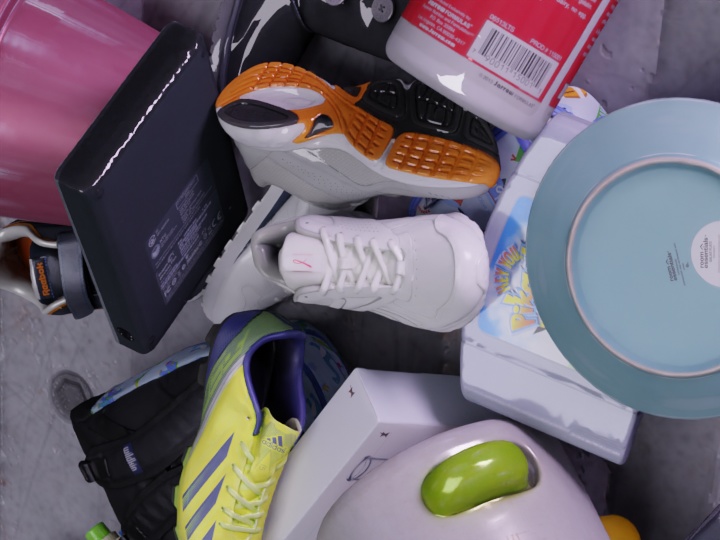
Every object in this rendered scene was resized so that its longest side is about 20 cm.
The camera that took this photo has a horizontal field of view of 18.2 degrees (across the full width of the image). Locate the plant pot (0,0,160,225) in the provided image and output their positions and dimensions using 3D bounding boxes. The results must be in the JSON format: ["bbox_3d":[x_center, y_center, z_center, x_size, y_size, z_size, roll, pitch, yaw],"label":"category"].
[{"bbox_3d":[-0.207,-0.114,1.586,0.178,0.200,0.201,18,118,8],"label":"plant pot"}]

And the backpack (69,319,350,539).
[{"bbox_3d":[-0.094,0.119,1.635,0.164,0.153,0.200,60,140,9],"label":"backpack"}]

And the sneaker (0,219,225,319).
[{"bbox_3d":[-0.196,-0.003,1.679,0.199,0.079,0.079,0,107,30],"label":"sneaker"}]

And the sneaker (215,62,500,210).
[{"bbox_3d":[0.005,-0.076,1.472,0.199,0.076,0.092,16,147,26],"label":"sneaker"}]

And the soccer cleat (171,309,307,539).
[{"bbox_3d":[-0.076,0.127,1.510,0.083,0.064,0.202,5,87,46],"label":"soccer cleat"}]

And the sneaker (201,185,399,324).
[{"bbox_3d":[-0.042,-0.018,1.584,0.080,0.076,0.200,38,125,3],"label":"sneaker"}]

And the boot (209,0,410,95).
[{"bbox_3d":[0.002,-0.152,1.502,0.199,0.066,0.166,17,109,23],"label":"boot"}]

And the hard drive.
[{"bbox_3d":[-0.134,-0.051,1.497,0.033,0.140,0.200,24,153,20],"label":"hard drive"}]

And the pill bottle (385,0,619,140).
[{"bbox_3d":[0.109,-0.191,1.366,0.112,0.112,0.201,33,98,17],"label":"pill bottle"}]

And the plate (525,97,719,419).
[{"bbox_3d":[0.192,-0.004,1.359,0.199,0.026,0.202,5,104,21],"label":"plate"}]

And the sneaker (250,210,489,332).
[{"bbox_3d":[0.000,0.000,1.441,0.199,0.099,0.079,2,92,53],"label":"sneaker"}]

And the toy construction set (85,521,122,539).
[{"bbox_3d":[-0.206,0.249,1.733,0.092,0.131,0.200,52,164,-5],"label":"toy construction set"}]

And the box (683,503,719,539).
[{"bbox_3d":[0.266,0.263,1.470,0.197,0.117,0.200,45,126,9],"label":"box"}]

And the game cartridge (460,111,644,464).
[{"bbox_3d":[0.137,0.010,1.417,0.133,0.040,0.201,23,110,19],"label":"game cartridge"}]

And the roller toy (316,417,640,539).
[{"bbox_3d":[0.075,0.199,1.477,0.182,0.200,0.140,-37,63,20],"label":"roller toy"}]

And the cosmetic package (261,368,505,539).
[{"bbox_3d":[0.013,0.152,1.562,0.200,0.150,0.052,-53,45,34],"label":"cosmetic package"}]

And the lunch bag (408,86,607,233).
[{"bbox_3d":[0.133,-0.016,1.472,0.160,0.075,0.201,-34,90,33],"label":"lunch bag"}]
